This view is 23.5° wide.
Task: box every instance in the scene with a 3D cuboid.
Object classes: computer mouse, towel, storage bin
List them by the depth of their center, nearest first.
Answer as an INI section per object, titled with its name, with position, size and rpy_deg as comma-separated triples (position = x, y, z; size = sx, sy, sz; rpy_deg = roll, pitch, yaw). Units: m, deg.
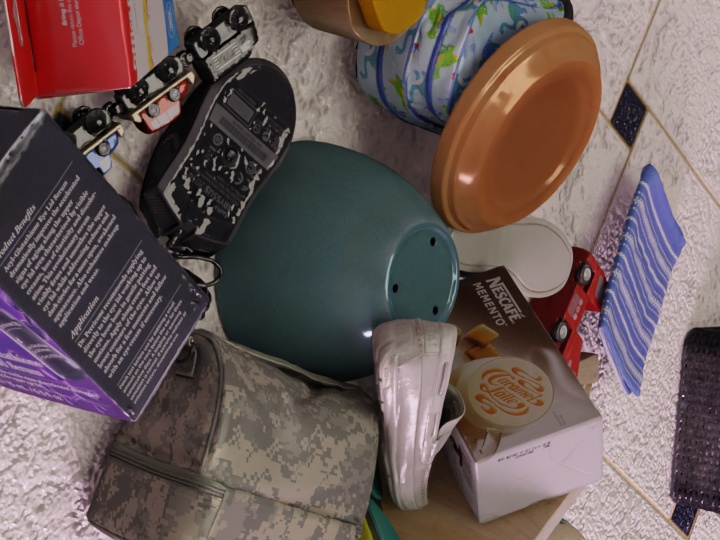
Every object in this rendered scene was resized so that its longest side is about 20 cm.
[computer mouse]
position = -0.124, -0.075, 1.301
size = 0.139, 0.053, 0.201
rpy_deg = 45, 70, -33
[towel]
position = 0.289, 0.010, 1.773
size = 0.145, 0.024, 0.201
rpy_deg = 58, 45, -50
[storage bin]
position = 0.428, 0.168, 1.947
size = 0.135, 0.093, 0.202
rpy_deg = 0, 97, -49

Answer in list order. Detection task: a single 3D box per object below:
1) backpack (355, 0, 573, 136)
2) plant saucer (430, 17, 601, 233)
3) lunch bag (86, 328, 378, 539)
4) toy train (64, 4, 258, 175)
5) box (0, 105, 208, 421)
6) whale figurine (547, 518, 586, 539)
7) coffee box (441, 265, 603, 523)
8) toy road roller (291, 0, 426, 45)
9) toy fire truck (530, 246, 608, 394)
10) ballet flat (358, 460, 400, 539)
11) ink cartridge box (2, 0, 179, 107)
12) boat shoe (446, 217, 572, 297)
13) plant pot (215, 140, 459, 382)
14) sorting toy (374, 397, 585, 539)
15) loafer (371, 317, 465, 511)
[backpack]
position = 0.087, -0.184, 1.470
size = 0.199, 0.154, 0.164
rpy_deg = 13, 106, -37
[plant saucer]
position = 0.139, -0.114, 1.455
size = 0.200, 0.037, 0.201
rpy_deg = -36, 147, -28
[lunch bag]
position = -0.084, 0.145, 1.305
size = 0.199, 0.139, 0.169
rpy_deg = 25, 83, -43
[toy train]
position = -0.150, -0.123, 1.245
size = 0.200, 0.034, 0.046
rpy_deg = -40, 118, -22
[box]
position = -0.220, -0.008, 1.126
size = 0.200, 0.147, 0.105
rpy_deg = 51, 60, -39
[whale figurine]
position = 0.132, 0.312, 1.643
size = 0.158, 0.104, 0.201
rpy_deg = 10, 113, -50
[coffee box]
position = 0.111, 0.100, 1.457
size = 0.113, 0.201, 0.080
rpy_deg = -17, 133, -10
[toy road roller]
position = -0.054, -0.246, 1.306
size = 0.146, 0.123, 0.201
rpy_deg = -37, 123, -22
[toy fire truck]
position = 0.202, 0.095, 1.705
size = 0.141, 0.048, 0.201
rpy_deg = 47, 59, -44
[ballet flat]
position = -0.007, 0.196, 1.394
size = 0.067, 0.067, 0.201
rpy_deg = 52, 14, -42
[ink cartridge box]
position = -0.175, -0.182, 1.132
size = 0.200, 0.067, 0.117
rpy_deg = -74, 159, -72
[boat shoe]
position = 0.119, -0.017, 1.582
size = 0.199, 0.061, 0.076
rpy_deg = 5, 94, -47
[plant pot]
position = 0.000, 0.000, 1.391
size = 0.199, 0.134, 0.202
rpy_deg = -10, 103, -48
[sorting toy]
position = 0.072, 0.198, 1.469
size = 0.199, 0.199, 0.070
rpy_deg = -46, 145, -34
[loafer]
position = 0.048, 0.117, 1.361
size = 0.201, 0.069, 0.070
rpy_deg = 87, -5, -47
